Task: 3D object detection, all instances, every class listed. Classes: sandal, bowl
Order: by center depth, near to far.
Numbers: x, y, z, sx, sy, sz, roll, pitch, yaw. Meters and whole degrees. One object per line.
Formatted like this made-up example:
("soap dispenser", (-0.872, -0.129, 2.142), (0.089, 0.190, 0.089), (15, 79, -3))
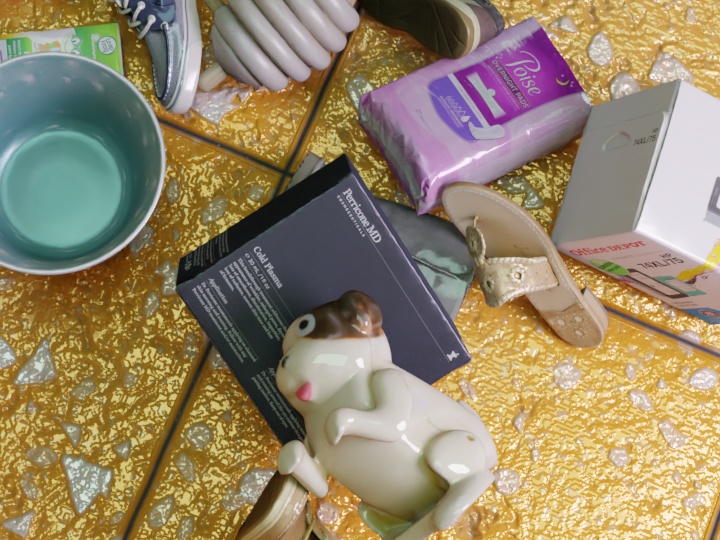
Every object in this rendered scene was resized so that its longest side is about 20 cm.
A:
("bowl", (-0.271, -0.082, 1.437), (0.199, 0.105, 0.202), (1, 76, -3))
("sandal", (0.144, 0.013, 1.454), (0.212, 0.077, 0.070), (44, 51, -22))

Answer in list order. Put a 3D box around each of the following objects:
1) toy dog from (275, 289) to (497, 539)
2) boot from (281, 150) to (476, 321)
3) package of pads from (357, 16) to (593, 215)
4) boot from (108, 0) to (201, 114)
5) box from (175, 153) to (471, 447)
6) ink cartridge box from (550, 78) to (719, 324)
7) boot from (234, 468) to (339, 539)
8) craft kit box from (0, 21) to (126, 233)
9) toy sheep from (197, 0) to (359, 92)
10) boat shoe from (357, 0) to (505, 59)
("toy dog", (0.016, 0.113, 1.304), (0.200, 0.140, 0.194), (49, 49, 2))
("boot", (0.000, 0.001, 1.500), (0.199, 0.073, 0.182), (32, 79, -2))
("package of pads", (0.109, -0.144, 1.512), (0.199, 0.076, 0.121), (-26, 71, -18))
("boot", (-0.205, -0.248, 1.523), (0.090, 0.073, 0.201), (5, 73, -29))
("box", (-0.033, 0.034, 1.413), (0.182, 0.104, 0.201), (-32, 104, 4))
("ink cartridge box", (0.303, -0.056, 1.448), (0.199, 0.147, 0.147), (24, 77, -20))
("boot", (-0.029, 0.247, 1.367), (0.155, 0.200, 0.073), (33, 64, 4))
("craft kit box", (-0.315, -0.126, 1.519), (0.196, 0.049, 0.201), (-6, 77, -2))
("toy sheep", (-0.078, -0.238, 1.518), (0.200, 0.138, 0.138), (-41, 81, 10))
("boat shoe", (0.059, -0.264, 1.539), (0.066, 0.072, 0.201), (-15, 41, -34))
